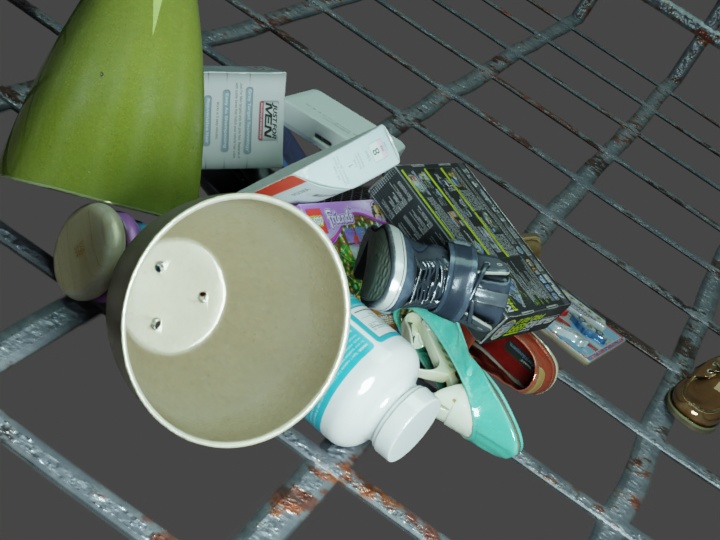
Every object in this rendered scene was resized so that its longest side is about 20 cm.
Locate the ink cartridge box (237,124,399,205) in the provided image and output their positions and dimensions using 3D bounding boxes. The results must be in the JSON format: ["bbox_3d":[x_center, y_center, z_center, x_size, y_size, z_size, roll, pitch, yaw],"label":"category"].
[{"bbox_3d":[-0.081,-0.069,1.632,0.200,0.162,0.057,-36,101,-38],"label":"ink cartridge box"}]

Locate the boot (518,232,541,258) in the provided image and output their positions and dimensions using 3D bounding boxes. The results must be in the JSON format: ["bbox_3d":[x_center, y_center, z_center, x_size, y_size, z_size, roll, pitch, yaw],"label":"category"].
[{"bbox_3d":[0.156,0.013,1.919,0.076,0.074,0.199,50,39,13],"label":"boot"}]

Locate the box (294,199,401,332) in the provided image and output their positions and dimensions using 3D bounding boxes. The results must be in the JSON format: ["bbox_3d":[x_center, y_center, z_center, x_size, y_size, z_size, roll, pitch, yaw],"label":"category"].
[{"bbox_3d":[0.000,0.000,1.681,0.199,0.039,0.138,-8,78,-58],"label":"box"}]

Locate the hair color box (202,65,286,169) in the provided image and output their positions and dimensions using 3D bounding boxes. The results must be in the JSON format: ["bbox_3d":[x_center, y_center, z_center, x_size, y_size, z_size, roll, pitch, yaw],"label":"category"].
[{"bbox_3d":[-0.177,-0.155,1.694,0.198,0.100,0.061,-3,13,-26],"label":"hair color box"}]

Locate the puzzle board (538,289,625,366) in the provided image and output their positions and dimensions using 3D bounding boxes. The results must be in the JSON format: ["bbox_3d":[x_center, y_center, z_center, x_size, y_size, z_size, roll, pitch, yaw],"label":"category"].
[{"bbox_3d":[0.220,0.035,2.025,0.200,0.017,0.150,39,23,16],"label":"puzzle board"}]

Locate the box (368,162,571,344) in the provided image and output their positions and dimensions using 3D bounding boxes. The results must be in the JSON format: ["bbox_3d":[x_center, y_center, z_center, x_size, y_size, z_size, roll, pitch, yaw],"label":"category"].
[{"bbox_3d":[0.115,-0.023,1.743,0.201,0.044,0.160,54,28,16],"label":"box"}]

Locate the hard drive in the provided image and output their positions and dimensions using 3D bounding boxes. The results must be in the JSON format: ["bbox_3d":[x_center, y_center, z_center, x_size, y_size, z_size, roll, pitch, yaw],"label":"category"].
[{"bbox_3d":[-0.023,-0.157,1.890,0.131,0.027,0.200,32,13,3],"label":"hard drive"}]

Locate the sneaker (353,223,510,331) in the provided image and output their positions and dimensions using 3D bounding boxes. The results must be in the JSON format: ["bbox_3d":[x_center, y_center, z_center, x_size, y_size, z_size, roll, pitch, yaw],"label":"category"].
[{"bbox_3d":[0.073,0.011,1.549,0.145,0.078,0.202,20,9,-6],"label":"sneaker"}]

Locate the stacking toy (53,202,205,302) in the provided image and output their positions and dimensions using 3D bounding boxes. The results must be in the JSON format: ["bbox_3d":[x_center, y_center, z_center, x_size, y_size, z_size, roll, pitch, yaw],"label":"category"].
[{"bbox_3d":[-0.171,0.004,1.493,0.199,0.086,0.085,18,24,-45],"label":"stacking toy"}]

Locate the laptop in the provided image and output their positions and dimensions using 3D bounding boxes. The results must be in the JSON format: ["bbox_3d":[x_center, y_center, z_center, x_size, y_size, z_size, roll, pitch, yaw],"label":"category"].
[{"bbox_3d":[-0.019,-0.127,1.867,0.198,0.117,0.187,2,14,1],"label":"laptop"}]

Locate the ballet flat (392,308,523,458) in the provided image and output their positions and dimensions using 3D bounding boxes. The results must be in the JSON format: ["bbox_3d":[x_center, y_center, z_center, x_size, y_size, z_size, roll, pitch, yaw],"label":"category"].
[{"bbox_3d":[0.084,0.105,1.621,0.070,0.068,0.201,-14,58,-22],"label":"ballet flat"}]

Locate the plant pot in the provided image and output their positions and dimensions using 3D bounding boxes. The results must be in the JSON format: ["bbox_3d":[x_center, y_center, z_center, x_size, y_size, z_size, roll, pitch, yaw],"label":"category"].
[{"bbox_3d":[-0.217,-0.161,1.521,0.185,0.202,0.187,13,0,0],"label":"plant pot"}]

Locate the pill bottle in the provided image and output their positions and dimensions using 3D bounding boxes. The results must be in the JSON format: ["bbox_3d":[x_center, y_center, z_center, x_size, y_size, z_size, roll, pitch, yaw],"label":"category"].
[{"bbox_3d":[-0.025,0.078,1.472,0.200,0.111,0.111,40,23,20],"label":"pill bottle"}]

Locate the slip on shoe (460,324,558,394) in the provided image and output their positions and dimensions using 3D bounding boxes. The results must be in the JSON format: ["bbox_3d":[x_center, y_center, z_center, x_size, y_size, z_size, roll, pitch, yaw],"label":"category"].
[{"bbox_3d":[0.123,0.057,1.772,0.200,0.074,0.061,42,19,12],"label":"slip on shoe"}]

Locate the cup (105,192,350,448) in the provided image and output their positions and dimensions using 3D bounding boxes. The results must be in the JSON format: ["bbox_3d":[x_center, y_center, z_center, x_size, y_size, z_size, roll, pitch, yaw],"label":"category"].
[{"bbox_3d":[-0.129,0.030,1.369,0.199,0.202,0.143,18,-1,-32],"label":"cup"}]

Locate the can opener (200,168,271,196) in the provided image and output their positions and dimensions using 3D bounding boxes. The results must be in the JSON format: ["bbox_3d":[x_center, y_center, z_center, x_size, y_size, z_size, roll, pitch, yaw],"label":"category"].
[{"bbox_3d":[-0.087,-0.059,1.777,0.200,0.079,0.063,42,-16,16],"label":"can opener"}]

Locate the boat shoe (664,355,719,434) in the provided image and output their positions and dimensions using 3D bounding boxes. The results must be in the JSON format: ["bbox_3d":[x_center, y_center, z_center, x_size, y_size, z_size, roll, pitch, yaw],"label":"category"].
[{"bbox_3d":[0.420,0.136,2.004,0.072,0.068,0.200,38,23,13],"label":"boat shoe"}]
